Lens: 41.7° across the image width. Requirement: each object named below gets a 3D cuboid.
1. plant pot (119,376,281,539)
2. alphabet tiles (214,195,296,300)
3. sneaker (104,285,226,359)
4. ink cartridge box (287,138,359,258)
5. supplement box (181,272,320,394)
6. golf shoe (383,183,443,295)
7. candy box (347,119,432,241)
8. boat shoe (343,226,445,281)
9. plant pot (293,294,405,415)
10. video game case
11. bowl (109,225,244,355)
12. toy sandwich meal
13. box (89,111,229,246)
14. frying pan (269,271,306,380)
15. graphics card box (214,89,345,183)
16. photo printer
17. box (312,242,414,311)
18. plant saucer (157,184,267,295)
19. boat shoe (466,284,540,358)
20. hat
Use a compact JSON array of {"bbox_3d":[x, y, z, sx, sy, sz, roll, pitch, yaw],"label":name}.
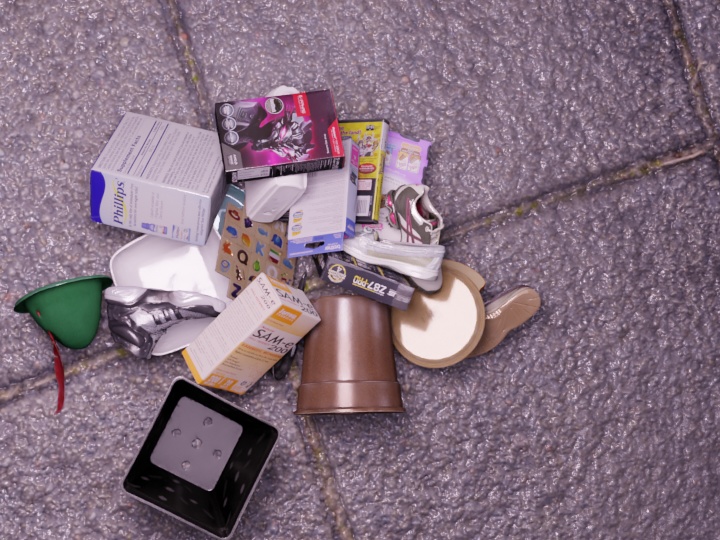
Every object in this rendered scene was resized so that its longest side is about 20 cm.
[{"bbox_3d":[-0.271,0.306,1.593,0.198,0.177,0.202,28,81,-10],"label":"plant pot"},{"bbox_3d":[-0.179,-0.024,1.651,0.165,0.006,0.203,30,54,-36],"label":"alphabet tiles"},{"bbox_3d":[-0.321,0.088,1.543,0.196,0.075,0.116,5,87,-7],"label":"sneaker"},{"bbox_3d":[-0.064,-0.118,1.619,0.118,0.042,0.203,-7,67,29],"label":"ink cartridge box"},{"bbox_3d":[-0.180,0.109,1.567,0.200,0.126,0.074,-44,59,13],"label":"supplement box"},{"bbox_3d":[0.107,-0.054,1.661,0.077,0.087,0.203,-29,101,-42],"label":"golf shoe"},{"bbox_3d":[0.027,-0.153,1.733,0.165,0.071,0.203,13,84,-13],"label":"candy box"},{"bbox_3d":[0.045,-0.041,1.622,0.199,0.074,0.066,20,100,8],"label":"boat shoe"},{"bbox_3d":[-0.022,0.150,1.657,0.197,0.200,0.202,0,81,-13],"label":"plant pot"},{"bbox_3d":[-0.049,-0.175,1.672,0.197,0.025,0.184,2,82,29],"label":"video game case"},{"bbox_3d":[-0.311,0.025,1.620,0.198,0.075,0.202,-24,94,-12],"label":"bowl"},{"bbox_3d":[0.141,0.080,1.738,0.201,0.070,0.209,-2,79,12],"label":"toy sandwich meal"},{"bbox_3d":[-0.327,-0.154,1.573,0.197,0.185,0.106,13,129,-2],"label":"box"},{"bbox_3d":[-0.132,0.105,1.649,0.030,0.115,0.192,16,126,15],"label":"frying pan"},{"bbox_3d":[-0.131,-0.217,1.525,0.196,0.051,0.127,-8,72,-9],"label":"graphics card box"},{"bbox_3d":[-0.149,-0.206,1.630,0.068,0.166,0.203,6,69,-25],"label":"photo printer"},{"bbox_3d":[0.000,0.000,1.655,0.159,0.200,0.050,19,99,-12],"label":"box"},{"bbox_3d":[-0.264,-0.058,1.685,0.197,0.027,0.204,0,89,-13],"label":"plant saucer"},{"bbox_3d":[0.246,0.094,1.780,0.199,0.065,0.072,-36,104,7],"label":"boat shoe"},{"bbox_3d":[-0.464,0.121,1.554,0.163,0.200,0.179,-17,82,-11],"label":"hat"}]
